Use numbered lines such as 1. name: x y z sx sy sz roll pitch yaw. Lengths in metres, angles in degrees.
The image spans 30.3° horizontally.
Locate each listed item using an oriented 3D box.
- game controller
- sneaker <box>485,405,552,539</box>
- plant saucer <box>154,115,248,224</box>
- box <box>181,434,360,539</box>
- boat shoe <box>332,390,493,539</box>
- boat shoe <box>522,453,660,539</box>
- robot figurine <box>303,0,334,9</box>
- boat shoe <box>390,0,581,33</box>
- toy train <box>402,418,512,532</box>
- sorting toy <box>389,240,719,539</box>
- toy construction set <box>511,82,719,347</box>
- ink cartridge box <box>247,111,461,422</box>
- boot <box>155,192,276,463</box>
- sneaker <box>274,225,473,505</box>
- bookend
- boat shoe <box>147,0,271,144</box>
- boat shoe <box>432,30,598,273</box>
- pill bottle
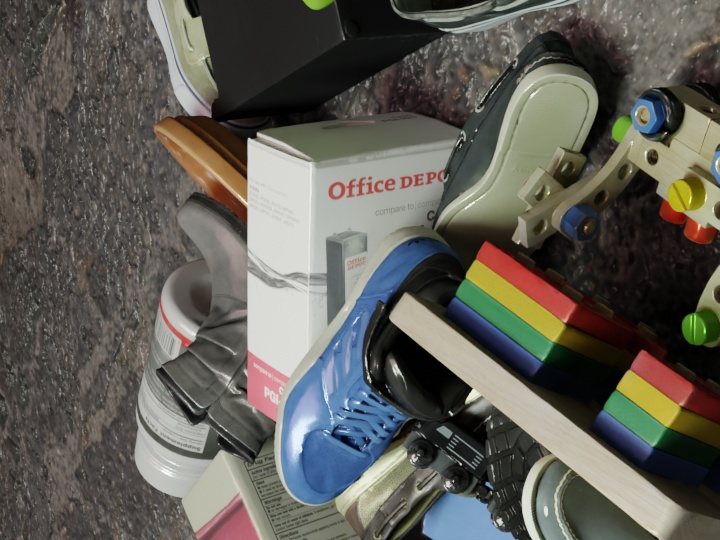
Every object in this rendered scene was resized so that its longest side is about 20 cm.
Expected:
1. game controller: 0.089 0.178 0.953 0.199 0.042 0.105 19 115 49
2. sneaker: 0.150 0.157 0.810 0.201 0.087 0.076 64 152 8
3. plant saucer: -0.078 -0.052 1.036 0.200 0.037 0.200 43 174 6
4. box: -0.039 0.236 1.073 0.109 0.127 0.201 -51 59 48
5. boat shoe: 0.066 0.127 0.920 0.200 0.073 0.065 -42 73 29
6. boat shoe: 0.173 0.157 0.728 0.062 0.199 0.073 -12 48 56
7. robot figurine: 0.017 -0.253 0.814 0.116 0.200 0.175 52 173 -37
8. boat shoe: 0.092 -0.187 0.814 0.199 0.070 0.073 -23 82 54
9. toy train: 0.115 0.158 0.855 0.199 0.046 0.034 36 175 8
10. sorting toy: 0.149 0.069 0.728 0.200 0.198 0.070 38 99 39
11. toy construction set: 0.181 -0.025 0.735 0.199 0.092 0.132 32 126 32
12. ink cartridge box: 0.000 0.000 0.932 0.085 0.145 0.202 24 119 50
13. boot: -0.112 0.041 1.040 0.200 0.131 0.070 46 168 20
14. sneaker: 0.010 0.077 0.833 0.201 0.076 0.111 -60 21 11
15. bookend: -0.048 -0.234 0.977 0.199 0.091 0.201 -20 82 56
16. boat shoe: -0.128 -0.191 1.118 0.201 0.071 0.062 60 143 28
17. boat shoe: 0.092 -0.070 0.859 0.200 0.074 0.067 108 164 -47
18. pill bottle: -0.136 0.099 1.177 0.114 0.113 0.201 49 136 34
